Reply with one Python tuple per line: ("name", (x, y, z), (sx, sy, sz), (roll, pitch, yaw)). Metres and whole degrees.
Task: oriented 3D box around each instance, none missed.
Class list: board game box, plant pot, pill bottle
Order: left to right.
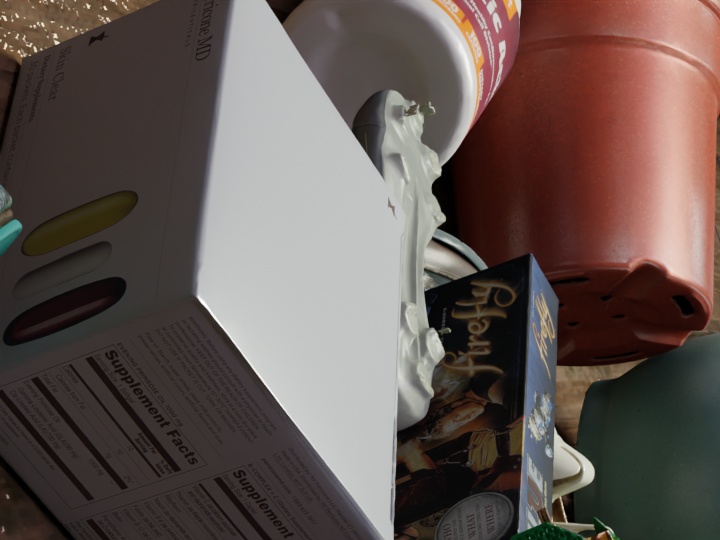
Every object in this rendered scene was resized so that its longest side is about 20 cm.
("board game box", (0.021, 0.084, 1.045), (0.035, 0.135, 0.200), (58, 23, -30))
("pill bottle", (0.026, -0.127, 1.284), (0.114, 0.114, 0.200), (65, 21, -14))
("plant pot", (0.138, -0.057, 1.427), (0.201, 0.200, 0.196), (41, 43, -54))
("plant pot", (0.209, 0.131, 1.455), (0.200, 0.134, 0.201), (2, 90, -72))

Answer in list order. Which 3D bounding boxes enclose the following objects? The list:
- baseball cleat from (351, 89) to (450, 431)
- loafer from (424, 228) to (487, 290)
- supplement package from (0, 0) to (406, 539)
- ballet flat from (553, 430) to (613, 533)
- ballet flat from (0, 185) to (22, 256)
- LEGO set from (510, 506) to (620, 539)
("baseball cleat", (-0.013, -0.004, 1.077), (0.200, 0.106, 0.070), (-88, 154, -46))
("loafer", (0.000, 0.000, 1.192), (0.200, 0.072, 0.063), (33, 60, -49))
("supplement package", (-0.065, 0.009, 0.926), (0.156, 0.111, 0.200), (55, 24, -36))
("ballet flat", (0.111, 0.143, 1.326), (0.070, 0.065, 0.200), (9, 63, -68))
("ballet flat", (-0.174, 0.009, 0.730), (0.074, 0.074, 0.200), (65, 19, -14))
("LEGO set", (0.038, 0.189, 0.932), (0.154, 0.200, 0.116), (58, 4, 11))
